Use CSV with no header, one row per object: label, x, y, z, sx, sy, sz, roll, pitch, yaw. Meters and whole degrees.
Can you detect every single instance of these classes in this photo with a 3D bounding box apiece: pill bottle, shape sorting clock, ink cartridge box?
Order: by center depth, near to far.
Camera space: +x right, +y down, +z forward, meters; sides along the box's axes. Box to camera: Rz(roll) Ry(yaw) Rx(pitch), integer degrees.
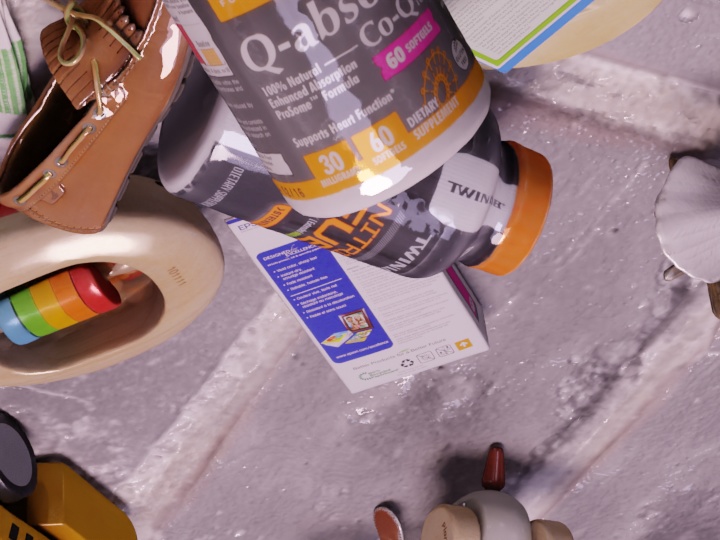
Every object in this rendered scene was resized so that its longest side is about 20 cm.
pill bottle,-0.031,-0.135,1.170,0.116,0.117,0.201,-24,112,20
shape sorting clock,0.065,-0.171,1.243,0.198,0.039,0.201,-1,146,0
pill bottle,0.002,-0.060,1.315,0.199,0.107,0.106,19,136,-21
ink cartridge box,0.000,0.000,1.469,0.094,0.037,0.200,-18,144,13

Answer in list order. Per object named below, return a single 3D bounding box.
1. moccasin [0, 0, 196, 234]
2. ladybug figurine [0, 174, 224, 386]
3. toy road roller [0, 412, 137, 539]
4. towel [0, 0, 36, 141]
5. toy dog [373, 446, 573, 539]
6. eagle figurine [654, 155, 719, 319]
moccasin,-0.134,-0.107,1.267,0.077,0.074,0.202,12,134,-25
ladybug figurine,-0.173,0.002,1.405,0.199,0.072,0.136,-19,142,12
toy road roller,-0.236,0.200,1.589,0.122,0.147,0.200,-24,140,20
towel,-0.250,-0.127,1.263,0.151,0.024,0.201,-8,143,0
toy dog,0.060,0.185,1.699,0.199,0.097,0.131,-21,147,39
eagle figurine,0.267,-0.053,1.386,0.199,0.152,0.152,-20,132,32
